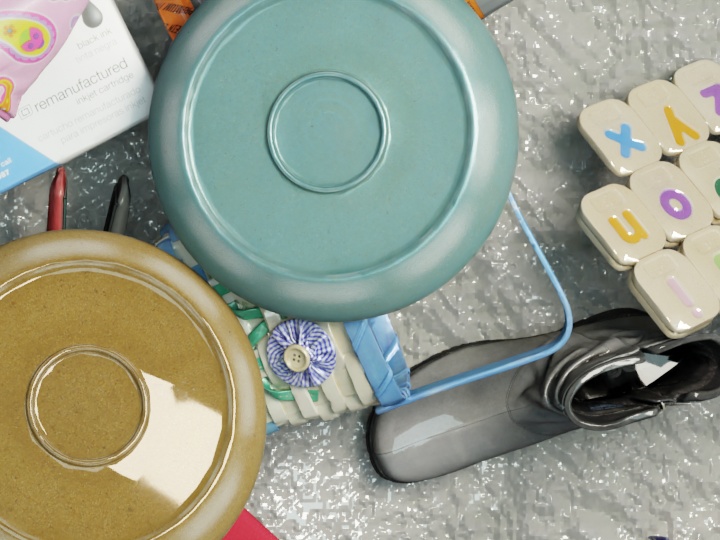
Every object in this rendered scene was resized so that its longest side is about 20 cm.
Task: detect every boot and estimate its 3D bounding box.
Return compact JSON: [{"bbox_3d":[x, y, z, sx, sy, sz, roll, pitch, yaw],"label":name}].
[{"bbox_3d":[0.104,0.070,1.559,0.200,0.132,0.070,-24,99,-8],"label":"boot"}]

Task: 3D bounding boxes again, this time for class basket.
[{"bbox_3d":[0.000,0.000,1.533,0.200,0.139,0.177,-26,97,1],"label":"basket"}]

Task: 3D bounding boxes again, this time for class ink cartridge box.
[{"bbox_3d":[-0.218,-0.146,1.514,0.146,0.086,0.200,-28,99,-8],"label":"ink cartridge box"}]

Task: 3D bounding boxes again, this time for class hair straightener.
[{"bbox_3d":[-0.142,0.041,1.538,0.077,0.041,0.201,4,108,-7],"label":"hair straightener"}]

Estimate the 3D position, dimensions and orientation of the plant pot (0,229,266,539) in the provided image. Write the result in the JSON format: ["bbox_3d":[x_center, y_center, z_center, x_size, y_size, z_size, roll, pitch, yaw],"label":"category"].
[{"bbox_3d":[-0.144,0.073,1.438,0.200,0.027,0.201,3,76,-14],"label":"plant pot"}]

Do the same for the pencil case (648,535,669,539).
[{"bbox_3d":[0.138,0.251,1.600,0.200,0.088,0.088,-45,99,-5],"label":"pencil case"}]

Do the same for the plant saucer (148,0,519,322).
[{"bbox_3d":[-0.016,-0.072,1.449,0.200,0.027,0.201,0,90,6],"label":"plant saucer"}]

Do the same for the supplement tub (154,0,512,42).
[{"bbox_3d":[-0.007,-0.165,1.523,0.200,0.123,0.123,-30,98,6],"label":"supplement tub"}]

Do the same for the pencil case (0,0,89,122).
[{"bbox_3d":[-0.164,-0.178,1.440,0.087,0.087,0.200,34,83,-10],"label":"pencil case"}]

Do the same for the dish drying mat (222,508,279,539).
[{"bbox_3d":[-0.087,0.169,1.570,0.077,0.018,0.200,-46,108,-3],"label":"dish drying mat"}]

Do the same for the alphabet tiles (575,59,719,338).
[{"bbox_3d":[0.219,-0.032,1.575,0.200,0.015,0.196,-24,67,-35],"label":"alphabet tiles"}]
